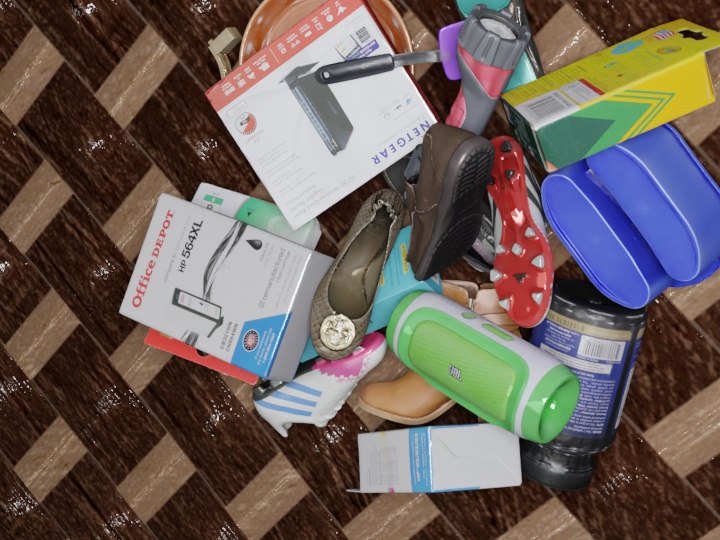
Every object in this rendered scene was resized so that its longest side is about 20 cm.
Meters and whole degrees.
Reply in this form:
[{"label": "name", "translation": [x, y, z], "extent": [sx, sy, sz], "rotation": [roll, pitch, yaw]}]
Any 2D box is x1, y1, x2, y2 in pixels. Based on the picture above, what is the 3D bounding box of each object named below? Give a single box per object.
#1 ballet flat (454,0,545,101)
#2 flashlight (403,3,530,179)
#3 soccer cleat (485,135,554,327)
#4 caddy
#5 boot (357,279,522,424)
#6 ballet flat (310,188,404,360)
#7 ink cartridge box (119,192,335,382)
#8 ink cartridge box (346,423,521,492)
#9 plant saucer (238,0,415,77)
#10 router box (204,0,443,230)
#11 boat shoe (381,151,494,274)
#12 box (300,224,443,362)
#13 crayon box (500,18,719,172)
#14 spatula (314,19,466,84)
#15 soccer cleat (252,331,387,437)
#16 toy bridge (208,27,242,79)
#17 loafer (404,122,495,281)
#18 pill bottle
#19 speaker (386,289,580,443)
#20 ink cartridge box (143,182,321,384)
[{"label": "ballet flat", "translation": [0.139, -0.259, 1.030], "extent": [0.067, 0.068, 0.202], "rotation": [-14, 104, 21]}, {"label": "flashlight", "translation": [0.098, -0.161, 0.998], "extent": [0.068, 0.067, 0.201], "rotation": [-107, 32, -41]}, {"label": "soccer cleat", "translation": [0.167, -0.041, 1.039], "extent": [0.068, 0.085, 0.203], "rotation": [-17, 76, 30]}, {"label": "caddy", "translation": [0.277, -0.064, 1.001], "extent": [0.201, 0.105, 0.141], "rotation": [54, 136, 1]}, {"label": "boot", "translation": [0.089, 0.089, 1.131], "extent": [0.197, 0.074, 0.157], "rotation": [-2, 100, 13]}, {"label": "ballet flat", "translation": [0.000, 0.000, 1.075], "extent": [0.067, 0.046, 0.202], "rotation": [26, 71, -6]}, {"label": "ink cartridge box", "translation": [-0.147, 0.018, 1.107], "extent": [0.198, 0.084, 0.148], "rotation": [20, 90, 20]}, {"label": "ink cartridge box", "translation": [0.072, 0.207, 1.105], "extent": [0.199, 0.114, 0.069], "rotation": [-23, 68, 60]}, {"label": "plant saucer", "translation": [-0.037, -0.225, 1.118], "extent": [0.197, 0.032, 0.203], "rotation": [2, 101, 10]}, {"label": "router box", "translation": [-0.037, -0.174, 1.086], "extent": [0.199, 0.049, 0.181], "rotation": [-33, 93, 14]}, {"label": "boat shoe", "translation": [0.097, -0.068, 1.099], "extent": [0.200, 0.057, 0.067], "rotation": [41, 113, 10]}, {"label": "box", "translation": [-0.005, 0.027, 1.145], "extent": [0.198, 0.049, 0.083], "rotation": [-25, 50, 25]}, {"label": "crayon box", "translation": [0.244, -0.170, 0.952], "extent": [0.198, 0.127, 0.051], "rotation": [-23, 114, 4]}, {"label": "spatula", "translation": [0.047, -0.214, 1.023], "extent": [0.197, 0.021, 0.057], "rotation": [-7, 111, 19]}, {"label": "soccer cleat", "translation": [-0.038, 0.137, 1.201], "extent": [0.198, 0.070, 0.087], "rotation": [-26, 106, 28]}, {"label": "toy bridge", "translation": [-0.120, -0.189, 1.180], "extent": [0.067, 0.027, 0.201], "rotation": [-37, 87, 25]}, {"label": "loafer", "translation": [0.081, -0.071, 1.002], "extent": [0.071, 0.073, 0.201], "rotation": [47, 145, 26]}, {"label": "pill bottle", "translation": [0.224, 0.121, 1.056], "extent": [0.111, 0.112, 0.203], "rotation": [16, 107, 18]}, {"label": "speaker", "translation": [0.120, 0.093, 1.016], "extent": [0.199, 0.088, 0.090], "rotation": [29, 112, 36]}, {"label": "ink cartridge box", "translation": [-0.155, 0.010, 1.169], "extent": [0.159, 0.050, 0.202], "rotation": [17, 71, 20]}]
